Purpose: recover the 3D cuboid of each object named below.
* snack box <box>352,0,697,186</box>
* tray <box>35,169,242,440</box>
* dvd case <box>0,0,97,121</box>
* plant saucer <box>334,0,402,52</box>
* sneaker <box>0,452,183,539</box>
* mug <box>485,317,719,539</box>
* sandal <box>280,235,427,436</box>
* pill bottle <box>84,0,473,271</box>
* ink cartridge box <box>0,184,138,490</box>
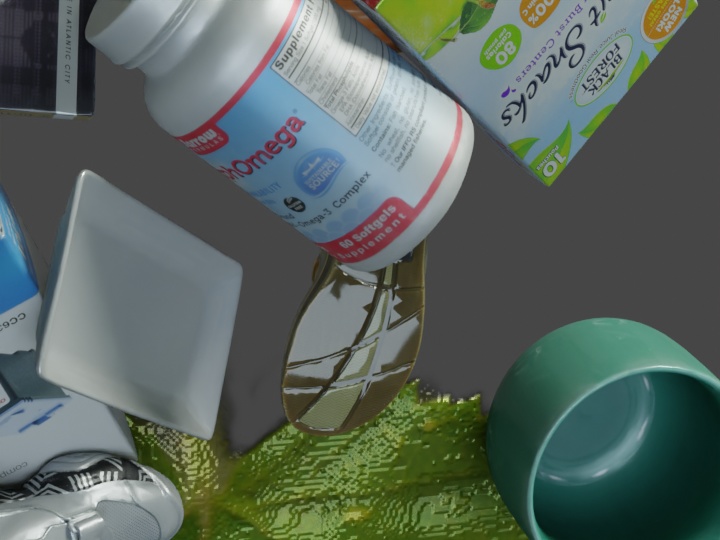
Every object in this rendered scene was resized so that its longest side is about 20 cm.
[{"bbox_3d":[0.091,-0.156,0.908,0.143,0.053,0.200,-49,138,2],"label":"snack box"},{"bbox_3d":[-0.121,0.024,0.891,0.022,0.200,0.109,7,78,22],"label":"tray"},{"bbox_3d":[-0.234,-0.157,0.841,0.197,0.016,0.151,2,81,-16],"label":"dvd case"},{"bbox_3d":[0.004,-0.222,0.909,0.198,0.037,0.203,-5,110,-15],"label":"plant saucer"},{"bbox_3d":[-0.174,0.163,0.862,0.198,0.115,0.076,2,131,-33],"label":"sneaker"},{"bbox_3d":[0.168,0.115,1.035,0.184,0.114,0.153,29,99,-24],"label":"mug"},{"bbox_3d":[0.000,0.000,0.984,0.079,0.054,0.203,10,92,-15],"label":"sandal"},{"bbox_3d":[-0.043,-0.096,0.867,0.199,0.109,0.109,36,97,-24],"label":"pill bottle"},{"bbox_3d":[-0.224,0.051,0.877,0.145,0.086,0.201,-27,137,-5],"label":"ink cartridge box"}]
